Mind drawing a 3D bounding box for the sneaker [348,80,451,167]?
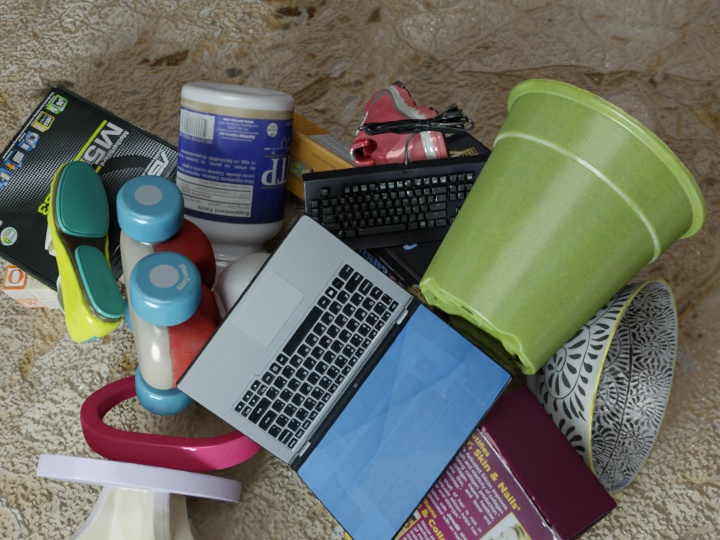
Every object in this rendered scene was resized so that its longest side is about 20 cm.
[{"bbox_3d":[0.022,-0.142,0.944,0.086,0.074,0.200,-20,22,-8],"label":"sneaker"}]

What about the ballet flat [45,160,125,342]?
[{"bbox_3d":[-0.286,-0.017,0.922,0.067,0.066,0.201,-38,57,31],"label":"ballet flat"}]

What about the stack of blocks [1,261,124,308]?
[{"bbox_3d":[-0.291,-0.022,1.037,0.198,0.059,0.116,-1,68,8],"label":"stack of blocks"}]

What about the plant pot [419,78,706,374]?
[{"bbox_3d":[0.151,-0.023,0.776,0.199,0.200,0.190,36,80,20],"label":"plant pot"}]

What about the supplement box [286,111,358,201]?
[{"bbox_3d":[-0.071,-0.132,1.035,0.199,0.069,0.067,36,113,21],"label":"supplement box"}]

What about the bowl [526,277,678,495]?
[{"bbox_3d":[0.217,0.098,0.860,0.094,0.201,0.202,12,68,36],"label":"bowl"}]

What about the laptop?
[{"bbox_3d":[-0.019,0.091,0.757,0.199,0.116,0.188,37,91,-13],"label":"laptop"}]

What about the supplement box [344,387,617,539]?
[{"bbox_3d":[0.099,0.218,0.803,0.131,0.103,0.200,55,126,23],"label":"supplement box"}]

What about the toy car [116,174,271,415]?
[{"bbox_3d":[-0.124,0.019,0.882,0.198,0.185,0.178,-7,53,-17],"label":"toy car"}]

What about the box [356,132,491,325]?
[{"bbox_3d":[0.094,-0.048,0.936,0.199,0.050,0.198,-24,48,-27],"label":"box"}]

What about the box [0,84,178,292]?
[{"bbox_3d":[-0.314,-0.083,1.007,0.192,0.048,0.201,28,75,19],"label":"box"}]

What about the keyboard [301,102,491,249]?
[{"bbox_3d":[0.044,-0.085,0.850,0.198,0.021,0.129,-8,108,-11],"label":"keyboard"}]

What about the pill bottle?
[{"bbox_3d":[-0.137,-0.091,0.972,0.118,0.120,0.202,11,105,13],"label":"pill bottle"}]

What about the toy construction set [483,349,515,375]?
[{"bbox_3d":[0.067,0.122,0.891,0.199,0.092,0.132,-26,96,12],"label":"toy construction set"}]

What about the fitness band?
[{"bbox_3d":[-0.182,0.143,0.922,0.198,0.038,0.144,3,30,11],"label":"fitness band"}]

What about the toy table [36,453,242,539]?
[{"bbox_3d":[-0.211,0.245,0.863,0.198,0.184,0.118,13,73,-22],"label":"toy table"}]
